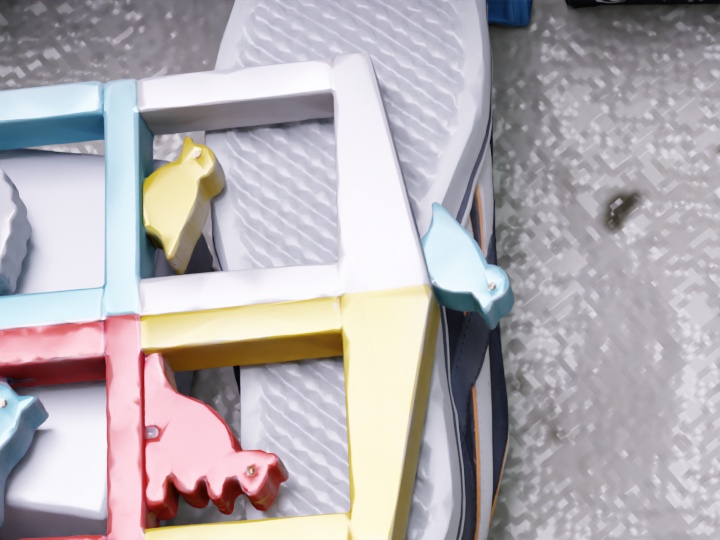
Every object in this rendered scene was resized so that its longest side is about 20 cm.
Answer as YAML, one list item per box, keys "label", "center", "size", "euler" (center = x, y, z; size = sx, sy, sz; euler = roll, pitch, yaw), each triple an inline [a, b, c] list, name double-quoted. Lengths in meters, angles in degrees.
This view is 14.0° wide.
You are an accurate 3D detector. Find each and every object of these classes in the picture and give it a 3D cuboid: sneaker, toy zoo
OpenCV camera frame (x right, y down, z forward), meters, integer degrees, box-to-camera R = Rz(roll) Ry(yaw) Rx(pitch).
- label: "sneaker"
  center: [0.000, 0.000, 0.789]
  size: [0.078, 0.079, 0.201]
  euler: [0, 71, 10]
- label: "toy zoo"
  center: [-0.061, 0.015, 0.741]
  size: [0.199, 0.020, 0.132]
  euler: [-5, 69, 8]

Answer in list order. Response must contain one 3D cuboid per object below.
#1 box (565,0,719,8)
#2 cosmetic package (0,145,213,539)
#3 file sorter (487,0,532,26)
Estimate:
- label: "box"
  center: [0.127, -0.179, 0.826]
  size: [0.140, 0.079, 0.201]
  euler: [0, 83, 4]
- label: "cosmetic package"
  center: [-0.149, 0.019, 0.805]
  size: [0.199, 0.071, 0.102]
  euler: [6, 69, 10]
- label: "file sorter"
  center: [-0.044, -0.165, 0.833]
  size: [0.199, 0.139, 0.123]
  euler: [7, 66, 9]
